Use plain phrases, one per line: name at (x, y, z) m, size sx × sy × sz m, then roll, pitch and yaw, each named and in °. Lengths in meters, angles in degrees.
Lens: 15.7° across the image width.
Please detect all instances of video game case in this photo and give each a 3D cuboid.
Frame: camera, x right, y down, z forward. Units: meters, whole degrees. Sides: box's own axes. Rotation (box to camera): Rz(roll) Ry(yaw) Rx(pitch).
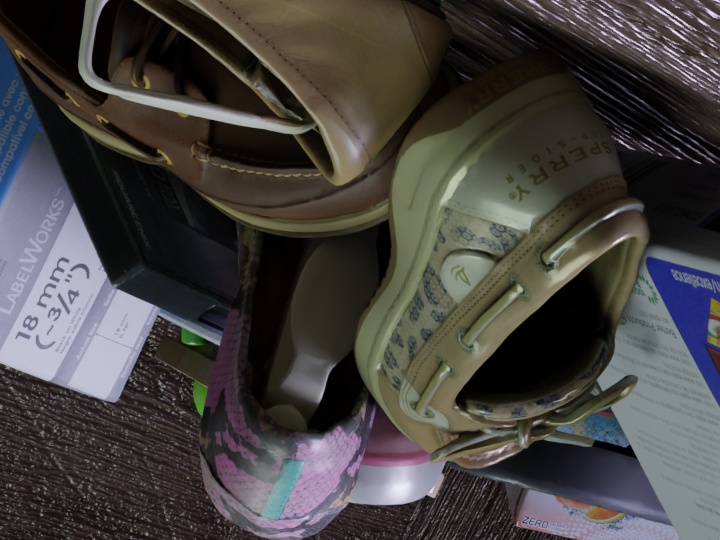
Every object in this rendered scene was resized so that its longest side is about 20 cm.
video game case at (-0.064, -0.030, 1.025) m, size 0.200 × 0.019 × 0.143 m, roll 27°, pitch -148°, yaw -58°

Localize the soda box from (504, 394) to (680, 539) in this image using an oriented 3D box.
soda box at (0.159, 0.079, 1.054) m, size 0.199 × 0.064 × 0.069 m, roll 13°, pitch -150°, yaw -13°

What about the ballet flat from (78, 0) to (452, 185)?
ballet flat at (-0.071, -0.084, 0.663) m, size 0.199 × 0.063 × 0.069 m, roll 27°, pitch 177°, yaw -12°

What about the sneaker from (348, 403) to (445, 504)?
sneaker at (0.000, 0.000, 0.923) m, size 0.075 × 0.105 × 0.200 m, roll 6°, pitch -157°, yaw 1°

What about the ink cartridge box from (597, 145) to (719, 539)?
ink cartridge box at (0.138, 0.062, 0.773) m, size 0.201 × 0.047 × 0.197 m, roll 59°, pitch 165°, yaw -18°

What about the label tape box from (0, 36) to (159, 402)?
label tape box at (-0.145, -0.038, 1.076) m, size 0.063 × 0.145 × 0.200 m, roll 24°, pitch 179°, yaw 31°

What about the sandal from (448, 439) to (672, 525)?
sandal at (0.127, 0.074, 0.934) m, size 0.199 × 0.043 × 0.076 m, roll 17°, pitch 176°, yaw -29°

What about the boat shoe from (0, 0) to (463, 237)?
boat shoe at (-0.051, -0.062, 0.825) m, size 0.200 × 0.072 × 0.067 m, roll 20°, pitch 171°, yaw 47°

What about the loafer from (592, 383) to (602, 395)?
loafer at (0.118, 0.015, 0.914) m, size 0.200 × 0.063 × 0.072 m, roll 28°, pitch 146°, yaw 49°

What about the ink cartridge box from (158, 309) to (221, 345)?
ink cartridge box at (-0.008, -0.003, 1.174) m, size 0.199 × 0.116 × 0.068 m, roll 26°, pitch 179°, yaw 22°

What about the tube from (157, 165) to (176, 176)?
tube at (-0.042, -0.045, 1.008) m, size 0.052 × 0.058 × 0.200 m, roll 2°, pitch 170°, yaw 19°

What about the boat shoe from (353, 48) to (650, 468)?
boat shoe at (0.043, 0.016, 0.749) m, size 0.063 × 0.073 × 0.200 m, roll 54°, pitch 167°, yaw 23°

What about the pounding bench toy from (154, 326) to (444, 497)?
pounding bench toy at (-0.040, 0.009, 1.304) m, size 0.199 × 0.157 × 0.124 m, roll 27°, pitch 178°, yaw -23°

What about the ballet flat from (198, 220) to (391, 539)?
ballet flat at (-0.009, -0.009, 0.846) m, size 0.069 × 0.201 × 0.071 m, roll 19°, pitch 142°, yaw -12°
